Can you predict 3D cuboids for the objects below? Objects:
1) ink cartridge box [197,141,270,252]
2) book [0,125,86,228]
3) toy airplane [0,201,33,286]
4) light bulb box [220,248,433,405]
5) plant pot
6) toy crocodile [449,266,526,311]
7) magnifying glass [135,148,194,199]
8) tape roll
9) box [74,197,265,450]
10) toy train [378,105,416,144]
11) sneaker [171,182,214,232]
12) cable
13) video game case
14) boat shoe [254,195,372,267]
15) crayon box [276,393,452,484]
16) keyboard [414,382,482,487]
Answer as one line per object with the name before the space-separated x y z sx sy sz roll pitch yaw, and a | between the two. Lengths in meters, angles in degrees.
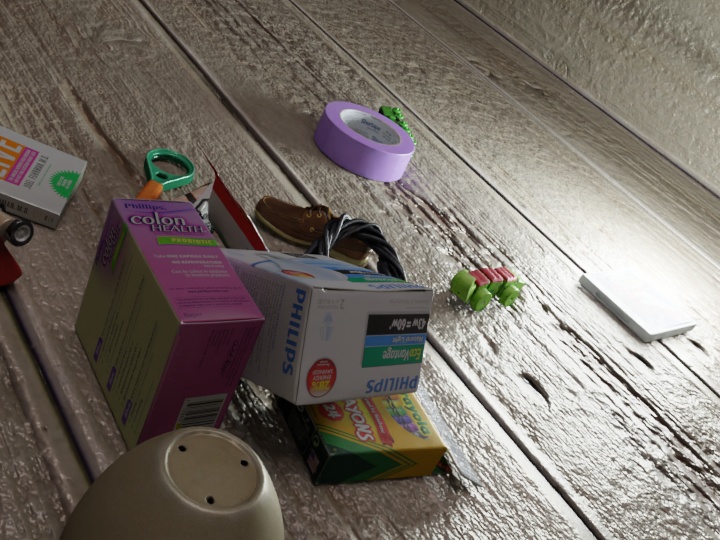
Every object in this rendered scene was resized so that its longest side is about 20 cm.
ink cartridge box | -0.160 -0.046 1.096 0.161 0.050 0.201 51 -7 36
book | -0.477 -0.133 1.108 0.197 0.048 0.134 21 33 -15
toy airplane | -0.453 -0.036 0.862 0.198 0.142 0.200 34 -6 -13
light bulb box | -0.056 0.058 0.965 0.196 0.127 0.198 2 10 -45
plant pot | -0.145 0.215 0.720 0.198 0.136 0.201 21 29 -12
toy crocodile | 0.215 0.021 1.413 0.198 0.062 0.068 -6 42 -46
magnifying glass | -0.304 -0.137 1.275 0.079 0.023 0.201 23 30 -8
tape roll | 0.008 -0.261 1.696 0.197 0.066 0.201 20 30 -12
box | -0.207 0.055 0.883 0.096 0.178 0.200 -1 38 -40
toy train | 0.077 -0.309 1.860 0.055 0.042 0.201 6 34 -15
sneaker | -0.248 -0.080 1.180 0.079 0.075 0.200 10 22 4
cable | 0.000 0.000 1.228 0.162 0.051 0.200 36 44 2
video game case | 0.550 0.063 1.668 0.198 0.023 0.182 -4 42 -44
boat shoe | -0.068 -0.075 1.324 0.198 0.068 0.072 24 29 -6
crayon box | 0.014 0.182 0.996 0.198 0.051 0.127 5 35 -35
keyboard | 0.095 0.188 1.068 0.056 0.011 0.201 48 7 -46
